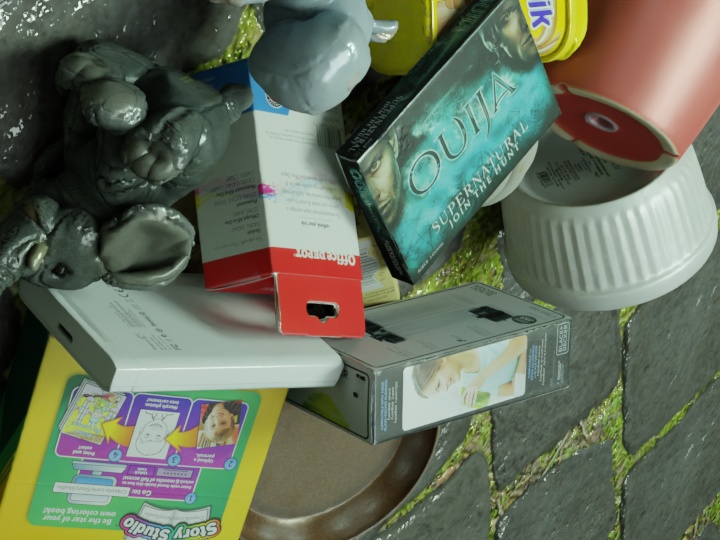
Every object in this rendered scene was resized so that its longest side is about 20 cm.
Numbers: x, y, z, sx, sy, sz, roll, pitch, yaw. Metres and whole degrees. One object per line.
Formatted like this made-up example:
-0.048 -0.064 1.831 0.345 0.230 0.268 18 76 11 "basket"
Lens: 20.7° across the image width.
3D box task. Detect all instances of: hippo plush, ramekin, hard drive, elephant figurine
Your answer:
-0.062 -0.195 1.345 0.200 0.159 0.161 -87 168 -50 "hippo plush"
0.221 -0.066 1.803 0.200 0.200 0.105 -42 134 -28 "ramekin"
-0.126 0.042 1.401 0.200 0.132 0.027 1 119 -42 "hard drive"
-0.181 -0.045 1.339 0.142 0.155 0.200 -94 -151 -65 "elephant figurine"

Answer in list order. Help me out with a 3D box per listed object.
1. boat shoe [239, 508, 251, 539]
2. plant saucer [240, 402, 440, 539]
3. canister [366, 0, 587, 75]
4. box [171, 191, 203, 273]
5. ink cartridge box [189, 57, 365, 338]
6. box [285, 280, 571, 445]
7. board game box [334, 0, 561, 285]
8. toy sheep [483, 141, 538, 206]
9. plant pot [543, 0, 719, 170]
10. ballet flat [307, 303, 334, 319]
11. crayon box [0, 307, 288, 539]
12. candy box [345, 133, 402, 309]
-0.113 0.185 1.641 0.074 0.060 0.200 -16 126 -46 "boat shoe"
-0.030 0.142 1.600 0.200 0.034 0.201 -17 129 -22 "plant saucer"
0.088 -0.232 1.565 0.200 0.086 0.149 -14 104 -47 "canister"
-0.133 -0.001 1.511 0.200 0.021 0.164 6 108 -55 "box"
-0.062 -0.046 1.446 0.116 0.067 0.200 6 75 -55 "ink cartridge box"
0.051 0.067 1.508 0.200 0.117 0.060 -13 112 -38 "box"
0.070 -0.105 1.499 0.200 0.028 0.135 -50 137 -23 "board game box"
0.085 -0.112 1.642 0.200 0.138 0.138 -45 147 -53 "toy sheep"
0.243 -0.197 1.706 0.178 0.200 0.200 -63 149 -14 "plant pot"
-0.048 0.068 1.645 0.072 0.072 0.201 -44 143 -26 "ballet flat"
-0.167 0.122 1.453 0.200 0.058 0.173 8 112 -30 "crayon box"
0.000 0.000 1.604 0.055 0.116 0.200 -14 139 0 "candy box"
